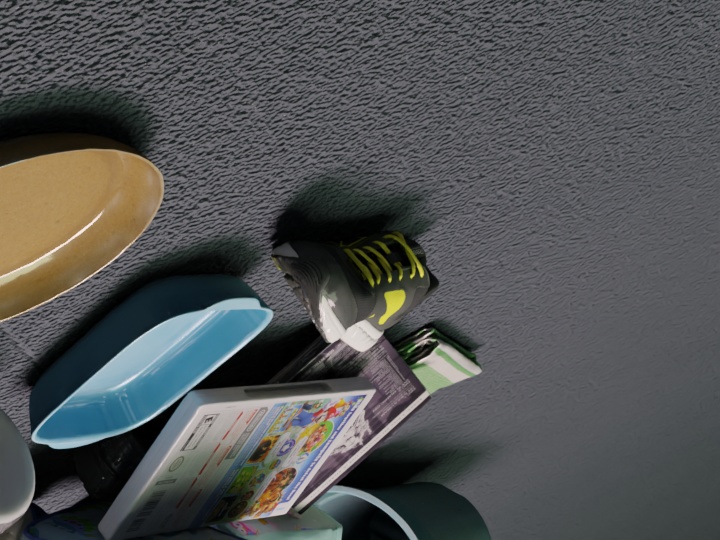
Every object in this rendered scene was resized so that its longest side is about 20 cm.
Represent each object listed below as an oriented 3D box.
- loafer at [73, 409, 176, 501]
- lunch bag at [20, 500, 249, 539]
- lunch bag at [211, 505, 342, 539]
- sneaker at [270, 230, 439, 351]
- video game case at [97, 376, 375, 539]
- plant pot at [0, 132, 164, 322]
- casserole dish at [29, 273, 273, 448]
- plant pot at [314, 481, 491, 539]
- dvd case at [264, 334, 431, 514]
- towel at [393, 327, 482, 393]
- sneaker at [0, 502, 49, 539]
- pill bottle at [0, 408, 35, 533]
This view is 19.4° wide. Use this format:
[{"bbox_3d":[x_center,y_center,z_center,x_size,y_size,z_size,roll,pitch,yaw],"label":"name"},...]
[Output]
[{"bbox_3d":[-0.133,0.140,1.616,0.070,0.068,0.200,-35,159,28],"label":"loafer"},{"bbox_3d":[-0.145,0.238,1.581,0.161,0.199,0.083,-14,117,-61],"label":"lunch bag"},{"bbox_3d":[-0.135,0.238,1.757,0.199,0.122,0.170,-18,167,28],"label":"lunch bag"},{"bbox_3d":[0.000,0.000,1.441,0.084,0.075,0.200,-35,169,5],"label":"sneaker"},{"bbox_3d":[-0.090,0.140,1.585,0.200,0.018,0.143,-1,133,-51],"label":"video game case"},{"bbox_3d":[-0.205,-0.021,1.162,0.199,0.028,0.200,-23,162,-8],"label":"plant pot"},{"bbox_3d":[-0.147,0.057,1.426,0.200,0.039,0.121,-39,158,33],"label":"casserole dish"},{"bbox_3d":[0.027,0.295,2.079,0.200,0.201,0.196,-36,168,26],"label":"plant pot"},{"bbox_3d":[-0.026,0.113,1.668,0.149,0.016,0.200,-42,152,-2],"label":"dvd case"},{"bbox_3d":[0.000,0.115,1.800,0.200,0.023,0.153,-30,162,10],"label":"towel"},{"bbox_3d":[-0.317,0.247,1.639,0.200,0.077,0.111,-36,151,8],"label":"sneaker"},{"bbox_3d":[-0.314,0.167,1.387,0.200,0.107,0.106,-38,158,29],"label":"pill bottle"}]
